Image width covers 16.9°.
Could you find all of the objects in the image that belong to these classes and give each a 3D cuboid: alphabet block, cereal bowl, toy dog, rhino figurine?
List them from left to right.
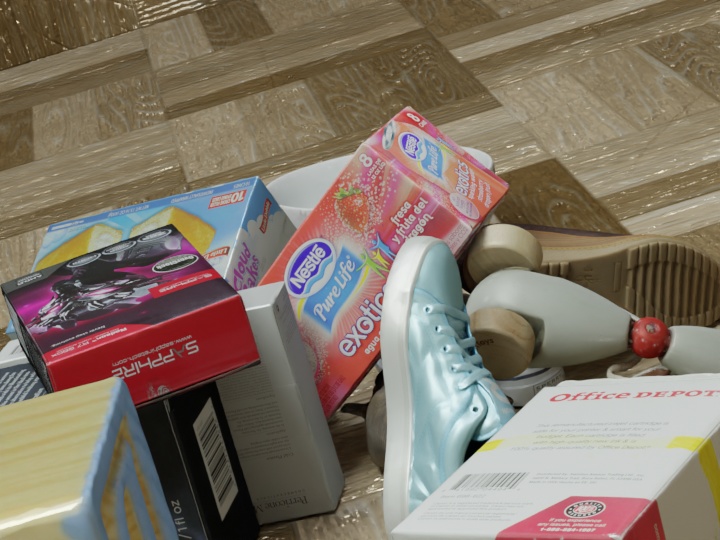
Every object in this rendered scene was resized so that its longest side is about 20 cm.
[{"bbox_3d":[-0.204,0.194,1.323,0.200,0.196,0.196,-16,15,5],"label":"alphabet block"},{"bbox_3d":[0.019,-0.041,2.036,0.200,0.083,0.200,-8,15,2],"label":"cereal bowl"},{"bbox_3d":[0.036,0.095,1.615,0.088,0.060,0.200,-61,20,2],"label":"rhino figurine"},{"bbox_3d":[0.144,0.055,1.593,0.200,0.096,0.132,34,53,9],"label":"toy dog"}]

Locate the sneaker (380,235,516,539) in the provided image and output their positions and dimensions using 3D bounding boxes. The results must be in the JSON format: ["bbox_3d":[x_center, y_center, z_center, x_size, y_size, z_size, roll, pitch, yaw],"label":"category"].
[{"bbox_3d":[0.062,0.076,1.481,0.082,0.200,0.074,-5,-8,27],"label":"sneaker"}]

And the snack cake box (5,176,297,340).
[{"bbox_3d":[-0.155,0.010,1.817,0.200,0.067,0.115,-12,42,30],"label":"snack cake box"}]

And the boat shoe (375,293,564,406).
[{"bbox_3d":[0.075,0.047,1.749,0.073,0.067,0.200,-27,20,-33],"label":"boat shoe"}]

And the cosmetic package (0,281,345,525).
[{"bbox_3d":[-0.127,0.102,1.615,0.200,0.151,0.052,-12,16,13],"label":"cosmetic package"}]

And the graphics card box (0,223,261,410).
[{"bbox_3d":[-0.147,0.032,1.514,0.125,0.051,0.200,-20,17,-10],"label":"graphics card box"}]

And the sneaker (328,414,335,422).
[{"bbox_3d":[-0.116,0.083,1.748,0.200,0.075,0.081,4,-5,-12],"label":"sneaker"}]

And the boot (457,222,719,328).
[{"bbox_3d":[0.146,-0.006,1.743,0.200,0.072,0.166,6,9,-29],"label":"boot"}]

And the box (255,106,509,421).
[{"bbox_3d":[0.000,0.000,1.652,0.200,0.095,0.103,-53,-4,27],"label":"box"}]

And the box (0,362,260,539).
[{"bbox_3d":[-0.185,0.139,1.553,0.200,0.149,0.107,-12,17,14],"label":"box"}]

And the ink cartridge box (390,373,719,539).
[{"bbox_3d":[0.133,0.138,1.372,0.145,0.084,0.200,-4,21,34],"label":"ink cartridge box"}]
